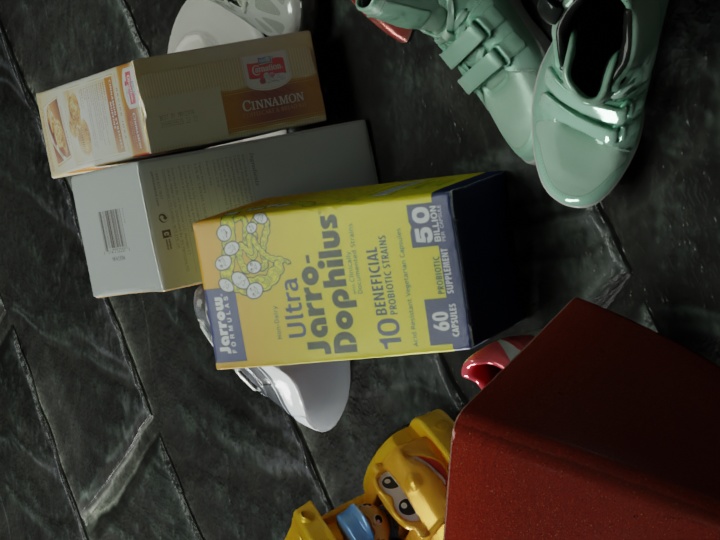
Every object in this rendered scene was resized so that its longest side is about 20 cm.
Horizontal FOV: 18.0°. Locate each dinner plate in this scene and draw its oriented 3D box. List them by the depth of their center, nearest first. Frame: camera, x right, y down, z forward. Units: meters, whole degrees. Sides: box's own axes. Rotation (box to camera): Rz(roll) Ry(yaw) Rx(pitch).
[{"bbox_3d":[-0.122,-0.136,1.908,0.200,0.024,0.201,29,125,53],"label":"dinner plate"}]

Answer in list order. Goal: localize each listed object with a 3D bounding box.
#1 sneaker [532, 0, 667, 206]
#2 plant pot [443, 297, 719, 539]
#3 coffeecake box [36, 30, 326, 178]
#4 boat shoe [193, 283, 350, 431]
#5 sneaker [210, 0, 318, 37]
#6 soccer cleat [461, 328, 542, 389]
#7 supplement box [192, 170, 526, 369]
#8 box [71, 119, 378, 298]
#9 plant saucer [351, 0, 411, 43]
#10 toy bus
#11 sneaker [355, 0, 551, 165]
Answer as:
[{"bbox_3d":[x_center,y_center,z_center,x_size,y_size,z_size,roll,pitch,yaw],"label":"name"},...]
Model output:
[{"bbox_3d":[0.133,-0.109,1.381,0.073,0.118,0.201,20,125,12],"label":"sneaker"},{"bbox_3d":[0.167,0.159,1.362,0.176,0.200,0.201,15,117,23],"label":"plant pot"},{"bbox_3d":[-0.142,-0.128,1.766,0.200,0.153,0.073,-7,95,61],"label":"coffeecake box"},{"bbox_3d":[-0.069,0.063,1.756,0.068,0.200,0.072,15,73,29],"label":"boat shoe"},{"bbox_3d":[-0.122,-0.223,1.785,0.200,0.115,0.076,37,130,47],"label":"sneaker"},{"bbox_3d":[0.137,0.132,1.527,0.201,0.073,0.068,63,145,23],"label":"soccer cleat"},{"bbox_3d":[0.000,0.000,1.585,0.199,0.109,0.109,-6,97,26],"label":"supplement box"},{"bbox_3d":[-0.099,-0.047,1.728,0.124,0.199,0.098,-6,96,60],"label":"box"},{"bbox_3d":[-0.005,-0.299,1.644,0.200,0.037,0.200,55,142,35],"label":"plant saucer"},{"bbox_3d":[-0.003,0.218,1.677,0.136,0.191,0.201,56,141,34],"label":"toy bus"},{"bbox_3d":[0.057,-0.152,1.514,0.074,0.118,0.201,-44,64,53],"label":"sneaker"}]
